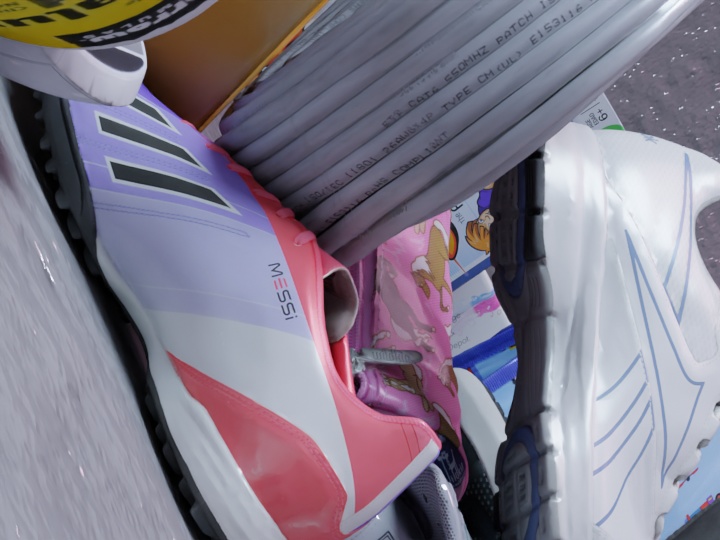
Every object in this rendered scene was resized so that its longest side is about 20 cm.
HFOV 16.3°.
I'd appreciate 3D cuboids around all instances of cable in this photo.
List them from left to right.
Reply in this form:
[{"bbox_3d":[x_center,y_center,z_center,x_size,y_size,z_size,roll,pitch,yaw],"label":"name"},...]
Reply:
[{"bbox_3d":[0.042,-0.081,0.821,0.069,0.200,0.200,52,-29,-7],"label":"cable"}]

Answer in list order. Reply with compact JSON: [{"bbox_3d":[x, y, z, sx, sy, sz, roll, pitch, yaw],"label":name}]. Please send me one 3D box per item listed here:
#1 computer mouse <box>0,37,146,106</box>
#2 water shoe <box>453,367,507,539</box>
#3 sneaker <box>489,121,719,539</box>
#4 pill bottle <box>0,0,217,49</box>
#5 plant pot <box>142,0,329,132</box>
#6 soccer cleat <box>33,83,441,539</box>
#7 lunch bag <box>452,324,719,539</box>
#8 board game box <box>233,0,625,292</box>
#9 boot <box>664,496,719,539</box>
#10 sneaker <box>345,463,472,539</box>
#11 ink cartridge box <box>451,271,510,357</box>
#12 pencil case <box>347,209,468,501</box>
[{"bbox_3d":[-0.124,-0.125,0.724,0.110,0.044,0.201,21,41,-64],"label":"computer mouse"},{"bbox_3d":[0.045,0.137,0.992,0.072,0.079,0.201,62,11,-71],"label":"water shoe"},{"bbox_3d":[0.090,0.044,0.844,0.075,0.087,0.201,149,-57,-76],"label":"sneaker"},{"bbox_3d":[-0.074,-0.109,0.573,0.112,0.111,0.200,62,9,5],"label":"pill bottle"},{"bbox_3d":[-0.064,-0.172,0.874,0.183,0.200,0.200,45,3,-4],"label":"plant pot"},{"bbox_3d":[-0.042,0.000,0.775,0.200,0.073,0.068,63,3,33],"label":"soccer cleat"},{"bbox_3d":[0.096,0.097,1.118,0.151,0.199,0.094,62,-9,-14],"label":"lunch bag"},{"bbox_3d":[0.012,-0.092,1.052,0.200,0.135,0.034,56,-1,-21],"label":"board game box"},{"bbox_3d":[0.124,0.178,0.868,0.182,0.199,0.073,63,2,7],"label":"boot"},{"bbox_3d":[0.026,0.136,0.786,0.115,0.075,0.200,61,-3,-36],"label":"sneaker"},{"bbox_3d":[0.007,0.024,1.194,0.201,0.116,0.068,63,2,-19],"label":"ink cartridge box"},{"bbox_3d":[0.000,0.000,0.928,0.083,0.086,0.201,30,44,-30],"label":"pencil case"}]
